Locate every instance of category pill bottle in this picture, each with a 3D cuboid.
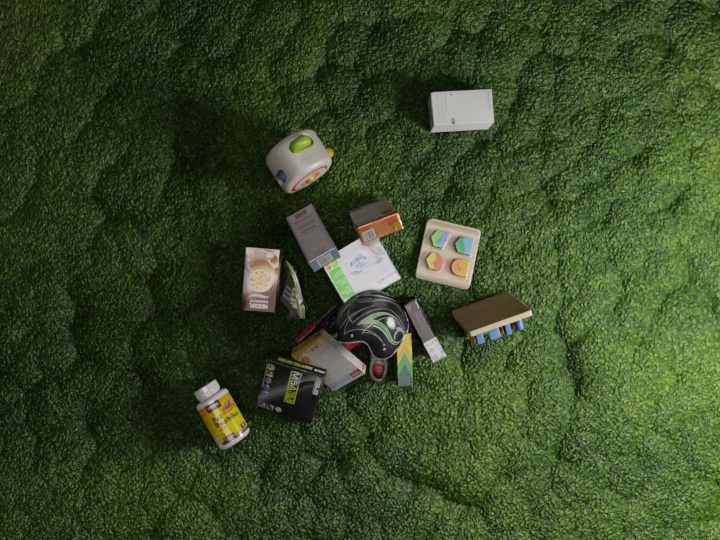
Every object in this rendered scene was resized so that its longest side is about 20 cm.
[{"bbox_3d":[-0.443,0.452,1.685,0.109,0.109,0.201,-30,90,-1],"label":"pill bottle"}]

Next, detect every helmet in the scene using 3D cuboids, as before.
[{"bbox_3d":[0.027,0.155,1.591,0.190,0.200,0.201,39,89,-17],"label":"helmet"}]

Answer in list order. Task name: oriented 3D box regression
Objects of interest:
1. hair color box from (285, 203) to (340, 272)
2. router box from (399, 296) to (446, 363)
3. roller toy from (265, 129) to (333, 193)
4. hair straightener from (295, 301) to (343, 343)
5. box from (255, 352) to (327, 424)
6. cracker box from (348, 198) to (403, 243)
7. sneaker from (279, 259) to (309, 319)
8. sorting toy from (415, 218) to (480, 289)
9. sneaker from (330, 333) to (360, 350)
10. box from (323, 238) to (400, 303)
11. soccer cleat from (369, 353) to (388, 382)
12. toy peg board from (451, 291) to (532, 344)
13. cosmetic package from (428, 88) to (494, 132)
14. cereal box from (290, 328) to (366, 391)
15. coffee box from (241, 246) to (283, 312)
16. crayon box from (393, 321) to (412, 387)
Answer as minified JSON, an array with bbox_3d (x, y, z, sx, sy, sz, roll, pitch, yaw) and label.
[{"bbox_3d":[-0.150,-0.105,1.675,0.098,0.061,0.201,-29,58,-1],"label":"hair color box"},{"bbox_3d":[0.194,0.183,1.681,0.051,0.149,0.202,-27,90,-1],"label":"router box"},{"bbox_3d":[-0.188,-0.335,1.665,0.182,0.200,0.140,-34,90,22],"label":"roller toy"},{"bbox_3d":[-0.120,0.181,1.738,0.200,0.041,0.077,-47,116,-6],"label":"hair straightener"},{"bbox_3d":[-0.219,0.374,1.683,0.191,0.048,0.202,18,116,1],"label":"box"},{"bbox_3d":[0.044,-0.157,1.656,0.133,0.200,0.058,-20,113,-1],"label":"cracker box"},{"bbox_3d":[-0.226,0.066,1.715,0.080,0.074,0.202,-14,88,2],"label":"sneaker"},{"bbox_3d":[0.287,-0.054,1.742,0.183,0.036,0.202,13,89,-1],"label":"sorting toy"},{"bbox_3d":[-0.054,0.241,1.719,0.198,0.077,0.086,-16,120,2],"label":"sneaker"},{"bbox_3d":[0.000,0.000,1.707,0.199,0.097,0.178,-29,88,-1],"label":"box"},{"bbox_3d":[0.067,0.258,1.709,0.069,0.086,0.203,3,89,-1],"label":"soccer cleat"},{"bbox_3d":[0.415,0.169,1.672,0.198,0.199,0.099,-19,105,-1],"label":"toy peg board"},{"bbox_3d":[0.324,-0.516,1.726,0.198,0.081,0.114,-6,88,0],"label":"cosmetic package"},{"bbox_3d":[-0.099,0.283,1.666,0.143,0.040,0.200,-34,115,28],"label":"cereal box"},{"bbox_3d":[-0.313,0.031,1.707,0.113,0.080,0.203,4,89,-1],"label":"coffee box"},{"bbox_3d":[0.133,0.259,1.691,0.050,0.127,0.203,-1,88,-1],"label":"crayon box"}]
